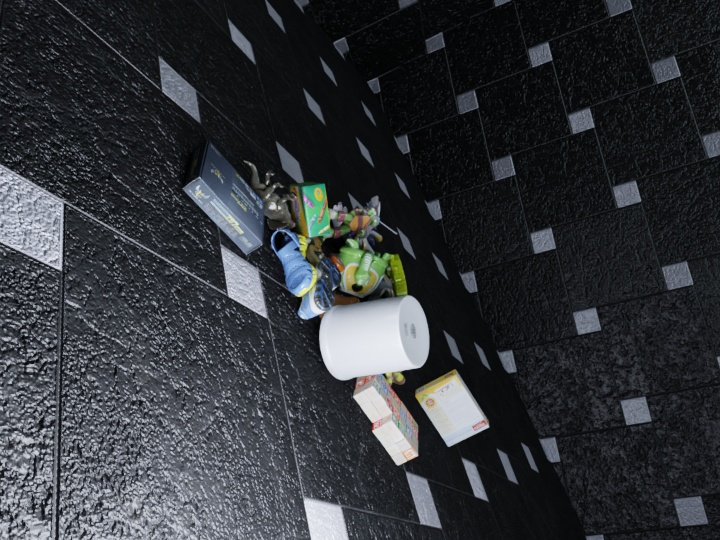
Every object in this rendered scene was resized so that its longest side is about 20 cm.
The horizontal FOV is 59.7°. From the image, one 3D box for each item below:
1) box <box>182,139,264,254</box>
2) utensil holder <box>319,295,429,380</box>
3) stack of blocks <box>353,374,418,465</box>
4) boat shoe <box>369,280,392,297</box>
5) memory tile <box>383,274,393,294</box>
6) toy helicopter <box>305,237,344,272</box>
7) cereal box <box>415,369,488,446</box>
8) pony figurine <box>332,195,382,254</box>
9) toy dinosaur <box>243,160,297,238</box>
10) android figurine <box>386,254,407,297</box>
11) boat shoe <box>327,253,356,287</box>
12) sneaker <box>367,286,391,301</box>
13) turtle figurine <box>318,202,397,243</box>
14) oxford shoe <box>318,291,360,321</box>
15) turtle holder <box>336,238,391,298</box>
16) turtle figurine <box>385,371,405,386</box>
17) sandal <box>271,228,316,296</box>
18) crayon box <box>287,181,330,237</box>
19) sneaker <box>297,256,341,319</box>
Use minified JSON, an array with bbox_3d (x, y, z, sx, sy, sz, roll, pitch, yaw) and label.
[{"bbox_3d":[-0.280,-0.154,1.318,0.200,0.051,0.159,50,21,-34],"label":"box"},{"bbox_3d":[0.035,0.150,1.410,0.170,0.198,0.173,31,53,-54],"label":"utensil holder"},{"bbox_3d":[0.063,0.345,1.495,0.201,0.058,0.115,56,18,-16],"label":"stack of blocks"},{"bbox_3d":[0.072,0.120,1.899,0.066,0.072,0.202,83,-3,-47],"label":"boat shoe"},{"bbox_3d":[0.128,0.114,2.137,0.153,0.017,0.202,38,29,-53],"label":"memory tile"},{"bbox_3d":[-0.121,-0.051,1.620,0.132,0.079,0.201,42,13,-25],"label":"toy helicopter"},{"bbox_3d":[0.271,0.409,1.858,0.201,0.143,0.040,57,16,-13],"label":"cereal box"},{"bbox_3d":[0.006,-0.114,1.947,0.200,0.164,0.196,44,38,-54],"label":"pony figurine"},{"bbox_3d":[-0.216,-0.167,1.470,0.200,0.102,0.077,44,14,-20],"label":"toy dinosaur"},{"bbox_3d":[0.107,0.038,1.820,0.201,0.040,0.184,77,0,-51],"label":"android figurine"},{"bbox_3d":[-0.033,0.005,1.776,0.199,0.076,0.072,33,-3,-41],"label":"boat shoe"},{"bbox_3d":[0.067,0.128,1.773,0.074,0.087,0.202,18,42,-27],"label":"sneaker"},{"bbox_3d":[-0.011,-0.111,1.764,0.191,0.144,0.203,-2,69,-26],"label":"turtle figurine"},{"bbox_3d":[-0.055,0.080,1.569,0.072,0.071,0.200,57,18,5],"label":"oxford shoe"},{"bbox_3d":[0.006,0.003,1.637,0.140,0.133,0.185,22,-3,-36],"label":"turtle holder"},{"bbox_3d":[0.089,0.235,1.669,0.161,0.063,0.203,47,41,-61],"label":"turtle figurine"},{"bbox_3d":[-0.159,-0.024,1.432,0.087,0.079,0.201,40,18,-42],"label":"sandal"},{"bbox_3d":[-0.129,-0.153,1.538,0.200,0.057,0.121,-154,-124,-71],"label":"crayon box"},{"bbox_3d":[-0.098,0.037,1.456,0.076,0.077,0.201,48,28,-15],"label":"sneaker"}]
